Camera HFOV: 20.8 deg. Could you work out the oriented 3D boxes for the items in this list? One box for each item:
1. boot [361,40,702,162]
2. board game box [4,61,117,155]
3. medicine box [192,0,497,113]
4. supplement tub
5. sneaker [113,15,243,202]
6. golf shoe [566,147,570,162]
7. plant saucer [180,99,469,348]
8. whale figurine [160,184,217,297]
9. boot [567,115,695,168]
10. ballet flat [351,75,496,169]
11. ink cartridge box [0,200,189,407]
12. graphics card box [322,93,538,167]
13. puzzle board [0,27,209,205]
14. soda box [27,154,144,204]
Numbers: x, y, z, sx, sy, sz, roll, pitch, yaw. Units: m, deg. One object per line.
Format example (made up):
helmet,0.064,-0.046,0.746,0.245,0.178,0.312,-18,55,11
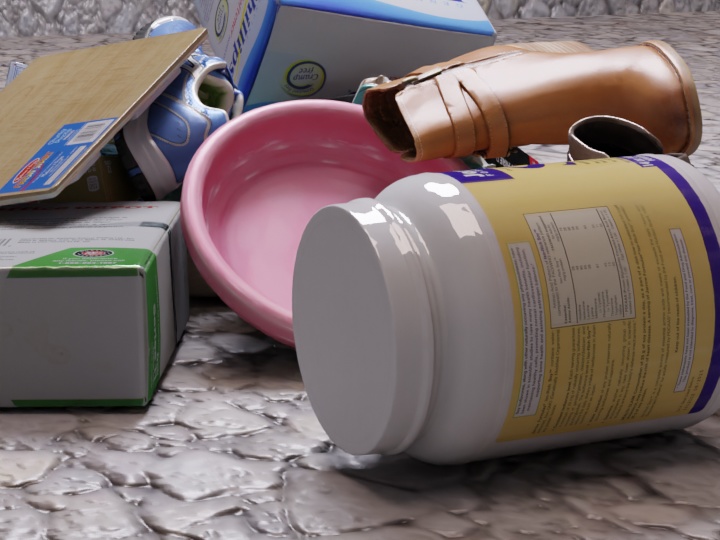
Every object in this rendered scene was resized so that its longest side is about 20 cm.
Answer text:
boot,0.103,-0.094,1.199,0.154,0.074,0.200,-13,15,-22
board game box,-0.183,-0.089,1.488,0.199,0.062,0.200,2,-19,17
medicine box,-0.018,-0.200,1.517,0.181,0.103,0.200,5,34,-23
supplement tub,0.080,0.020,0.991,0.199,0.146,0.145,-6,13,-25
sneaker,-0.116,-0.116,1.340,0.077,0.076,0.200,-21,34,11
golf shoe,0.203,-0.037,1.306,0.072,0.093,0.200,-15,-15,35
plant saucer,-0.015,-0.020,1.215,0.199,0.051,0.201,9,48,-10
whale figurine,-0.126,-0.045,1.398,0.199,0.104,0.159,10,16,36
boot,0.145,-0.019,1.153,0.070,0.147,0.200,-28,26,-28
ballet flat,0.067,-0.048,1.307,0.072,0.200,0.072,-44,-1,-1
ink cartridge box,-0.183,0.016,1.167,0.146,0.084,0.200,-1,12,3
graphics card box,0.040,-0.080,1.465,0.125,0.051,0.200,-6,-18,27
puzzle board,-0.201,-0.093,1.269,0.150,0.017,0.200,-5,33,32
soda box,-0.244,-0.030,1.323,0.199,0.064,0.068,-11,2,19
